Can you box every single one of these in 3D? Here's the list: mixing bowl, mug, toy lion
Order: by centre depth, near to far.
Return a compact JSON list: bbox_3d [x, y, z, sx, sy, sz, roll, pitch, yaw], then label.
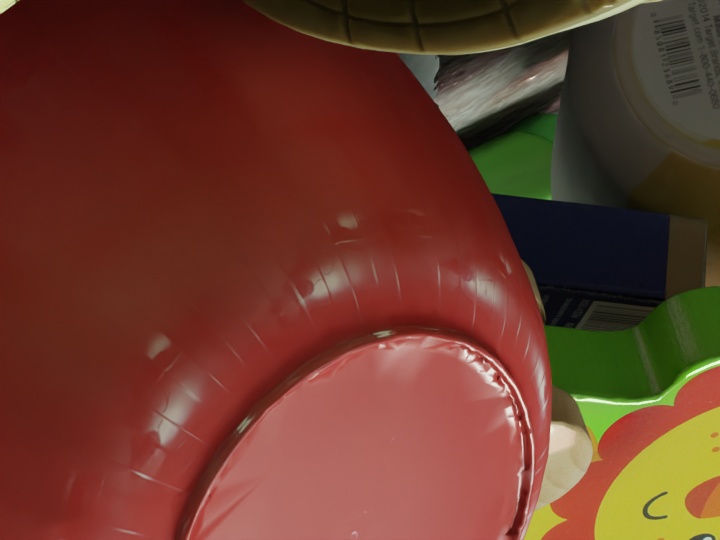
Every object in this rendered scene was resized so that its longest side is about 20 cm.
[{"bbox_3d":[-0.031,0.035,0.652,0.200,0.108,0.201,-21,126,-32],"label":"mixing bowl"},{"bbox_3d":[0.079,0.073,0.887,0.191,0.069,0.200,8,135,-26],"label":"toy lion"},{"bbox_3d":[0.145,-0.043,0.970,0.150,0.186,0.153,-56,164,-7],"label":"mug"}]

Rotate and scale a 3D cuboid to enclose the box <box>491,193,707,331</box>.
[{"bbox_3d":[0.000,0.000,0.930,0.199,0.033,0.121,5,167,-4],"label":"box"}]

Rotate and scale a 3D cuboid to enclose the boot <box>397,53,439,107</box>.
[{"bbox_3d":[-0.062,0.019,0.770,0.200,0.066,0.165,-49,161,-11],"label":"boot"}]

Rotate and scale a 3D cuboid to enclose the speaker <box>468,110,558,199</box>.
[{"bbox_3d":[0.022,0.008,1.094,0.199,0.089,0.088,-26,170,-29],"label":"speaker"}]

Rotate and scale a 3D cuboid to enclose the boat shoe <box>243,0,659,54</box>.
[{"bbox_3d":[0.058,-0.082,0.576,0.199,0.074,0.066,-2,-177,37],"label":"boat shoe"}]

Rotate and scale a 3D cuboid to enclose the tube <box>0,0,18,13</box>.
[{"bbox_3d":[-0.066,-0.069,0.511,0.200,0.052,0.058,-35,-148,-8],"label":"tube"}]
